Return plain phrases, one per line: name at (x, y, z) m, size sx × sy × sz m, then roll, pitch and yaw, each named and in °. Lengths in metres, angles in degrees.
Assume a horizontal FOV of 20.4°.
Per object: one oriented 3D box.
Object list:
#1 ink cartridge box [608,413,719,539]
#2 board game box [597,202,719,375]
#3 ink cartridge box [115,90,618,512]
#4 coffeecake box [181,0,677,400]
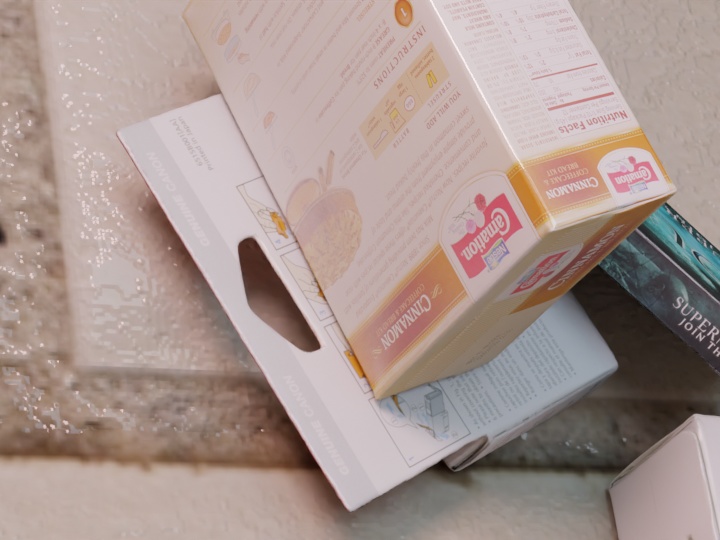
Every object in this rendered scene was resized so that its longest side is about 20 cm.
ink cartridge box at (0.224, 0.152, 0.916) m, size 0.198 × 0.084 × 0.147 m, roll 6°, pitch 60°, yaw -24°
board game box at (0.127, -0.021, 0.953) m, size 0.200 × 0.028 × 0.135 m, roll 41°, pitch 15°, yaw -2°
ink cartridge box at (0.000, 0.000, 0.909) m, size 0.173 × 0.044 × 0.201 m, roll -25°, pitch 76°, yaw -35°
coffeecake box at (0.021, -0.073, 0.838) m, size 0.073 × 0.154 × 0.201 m, roll -16°, pitch 71°, yaw -35°
